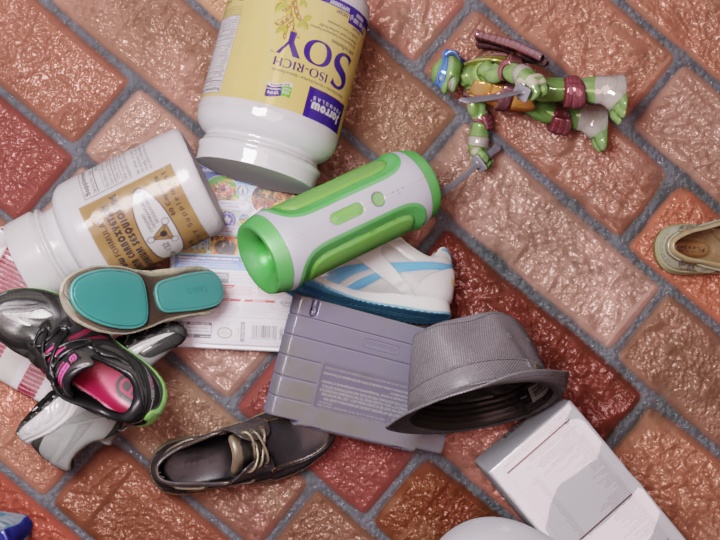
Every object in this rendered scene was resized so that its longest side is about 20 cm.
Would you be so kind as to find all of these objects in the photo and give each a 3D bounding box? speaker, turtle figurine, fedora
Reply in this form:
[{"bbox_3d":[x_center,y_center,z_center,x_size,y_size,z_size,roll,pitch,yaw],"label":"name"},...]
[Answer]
[{"bbox_3d":[-0.019,-0.050,1.342,0.200,0.088,0.089,-26,90,-28],"label":"speaker"},{"bbox_3d":[0.167,-0.148,1.394,0.193,0.200,0.144,5,123,-7],"label":"turtle figurine"},{"bbox_3d":[0.110,0.098,1.353,0.199,0.177,0.091,5,63,-43],"label":"fedora"}]

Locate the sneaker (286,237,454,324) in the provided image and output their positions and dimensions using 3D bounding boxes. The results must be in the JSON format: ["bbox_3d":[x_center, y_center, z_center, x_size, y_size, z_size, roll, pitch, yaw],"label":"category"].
[{"bbox_3d":[0.000,0.000,1.414,0.199,0.077,0.081,11,73,-14],"label":"sneaker"}]

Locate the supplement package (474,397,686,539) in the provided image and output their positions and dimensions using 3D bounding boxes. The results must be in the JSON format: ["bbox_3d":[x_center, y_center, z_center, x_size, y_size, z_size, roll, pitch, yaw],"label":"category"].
[{"bbox_3d":[0.227,0.241,1.401,0.114,0.110,0.200,-39,91,-3],"label":"supplement package"}]

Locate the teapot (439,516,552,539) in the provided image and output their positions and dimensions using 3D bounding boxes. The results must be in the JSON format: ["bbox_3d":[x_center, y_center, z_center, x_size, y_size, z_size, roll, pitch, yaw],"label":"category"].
[{"bbox_3d":[0.123,0.353,1.344,0.197,0.146,0.201,8,123,34],"label":"teapot"}]

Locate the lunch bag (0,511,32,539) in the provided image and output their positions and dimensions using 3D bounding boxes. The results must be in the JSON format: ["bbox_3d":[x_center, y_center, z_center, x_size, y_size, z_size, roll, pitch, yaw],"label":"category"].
[{"bbox_3d":[-0.425,0.299,1.338,0.199,0.170,0.128,-26,90,-5],"label":"lunch bag"}]

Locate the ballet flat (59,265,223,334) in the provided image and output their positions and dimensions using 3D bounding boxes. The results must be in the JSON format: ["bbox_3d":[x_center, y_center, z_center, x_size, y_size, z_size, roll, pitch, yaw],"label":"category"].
[{"bbox_3d":[-0.221,0.031,1.339,0.200,0.062,0.068,1,81,-47],"label":"ballet flat"}]

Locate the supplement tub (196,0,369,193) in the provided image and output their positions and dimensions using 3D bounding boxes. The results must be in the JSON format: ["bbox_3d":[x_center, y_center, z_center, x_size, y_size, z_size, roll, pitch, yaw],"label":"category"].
[{"bbox_3d":[-0.081,-0.190,1.372,0.145,0.145,0.201,14,83,-2],"label":"supplement tub"}]

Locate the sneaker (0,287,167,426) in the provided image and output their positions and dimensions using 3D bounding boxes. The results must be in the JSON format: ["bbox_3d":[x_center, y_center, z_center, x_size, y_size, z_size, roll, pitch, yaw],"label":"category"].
[{"bbox_3d":[-0.273,0.079,1.300,0.200,0.084,0.077,30,93,5],"label":"sneaker"}]

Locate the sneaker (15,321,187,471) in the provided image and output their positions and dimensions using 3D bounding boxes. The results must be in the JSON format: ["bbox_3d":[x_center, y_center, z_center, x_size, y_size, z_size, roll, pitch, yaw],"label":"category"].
[{"bbox_3d":[-0.251,0.123,1.384,0.200,0.074,0.079,-39,100,5],"label":"sneaker"}]

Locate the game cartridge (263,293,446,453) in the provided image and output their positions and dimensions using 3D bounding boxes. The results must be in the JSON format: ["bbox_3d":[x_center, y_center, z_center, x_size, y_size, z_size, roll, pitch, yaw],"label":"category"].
[{"bbox_3d":[0.007,0.110,1.404,0.199,0.038,0.130,16,91,-23],"label":"game cartridge"}]

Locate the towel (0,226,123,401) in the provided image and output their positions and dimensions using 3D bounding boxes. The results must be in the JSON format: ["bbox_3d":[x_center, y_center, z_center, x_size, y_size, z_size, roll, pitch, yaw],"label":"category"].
[{"bbox_3d":[-0.323,0.060,1.423,0.199,0.023,0.144,28,88,-1],"label":"towel"}]

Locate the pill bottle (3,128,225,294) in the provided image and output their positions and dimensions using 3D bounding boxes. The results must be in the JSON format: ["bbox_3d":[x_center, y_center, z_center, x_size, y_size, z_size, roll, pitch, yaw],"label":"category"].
[{"bbox_3d":[-0.246,-0.050,1.366,0.199,0.114,0.115,-26,90,-1],"label":"pill bottle"}]

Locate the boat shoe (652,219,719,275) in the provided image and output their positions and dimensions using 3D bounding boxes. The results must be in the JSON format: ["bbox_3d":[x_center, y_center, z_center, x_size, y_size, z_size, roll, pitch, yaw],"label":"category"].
[{"bbox_3d":[0.412,-0.024,1.439,0.199,0.063,0.074,-7,88,-3],"label":"boat shoe"}]

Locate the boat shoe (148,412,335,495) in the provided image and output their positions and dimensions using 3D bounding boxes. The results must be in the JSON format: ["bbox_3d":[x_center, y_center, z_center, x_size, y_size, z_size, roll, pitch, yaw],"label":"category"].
[{"bbox_3d":[-0.120,0.191,1.403,0.199,0.073,0.075,-17,90,-4],"label":"boat shoe"}]

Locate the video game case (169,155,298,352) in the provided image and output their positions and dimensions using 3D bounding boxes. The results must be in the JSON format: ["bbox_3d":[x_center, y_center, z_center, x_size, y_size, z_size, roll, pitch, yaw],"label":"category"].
[{"bbox_3d":[-0.128,-0.017,1.436,0.143,0.018,0.201,3,89,-2],"label":"video game case"}]
